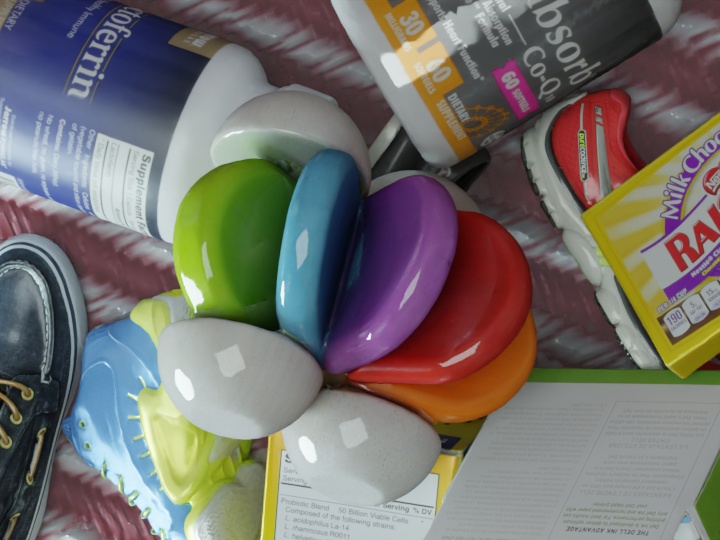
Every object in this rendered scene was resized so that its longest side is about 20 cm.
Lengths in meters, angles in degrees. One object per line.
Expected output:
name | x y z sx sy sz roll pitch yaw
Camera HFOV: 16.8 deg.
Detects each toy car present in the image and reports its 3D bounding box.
toy car | 0.005 0.009 1.205 0.149 0.199 0.176 -14 53 48

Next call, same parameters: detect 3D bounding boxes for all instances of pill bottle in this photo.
pill bottle | 0.093 -0.149 1.256 0.199 0.116 0.117 -32 89 5
pill bottle | -0.120 -0.082 1.339 0.199 0.116 0.117 20 104 11

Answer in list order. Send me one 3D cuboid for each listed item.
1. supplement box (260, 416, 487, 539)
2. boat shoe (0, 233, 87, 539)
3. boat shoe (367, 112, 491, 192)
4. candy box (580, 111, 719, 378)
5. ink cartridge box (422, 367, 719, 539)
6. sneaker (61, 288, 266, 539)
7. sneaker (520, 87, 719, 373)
supplement box | 0.008 0.176 1.347 0.108 0.109 0.202 8 102 14
boat shoe | -0.210 0.083 1.403 0.070 0.091 0.202 11 102 14
boat shoe | 0.000 0.000 1.344 0.057 0.067 0.201 34 103 13
candy box | 0.213 -0.045 1.214 0.200 0.026 0.103 -37 56 16
ink cartridge box | 0.111 0.143 1.221 0.147 0.200 0.076 -1 132 35
sneaker | -0.110 0.114 1.398 0.104 0.076 0.202 -9 89 29
sneaker | 0.162 -0.007 1.294 0.085 0.077 0.201 -32 90 13
